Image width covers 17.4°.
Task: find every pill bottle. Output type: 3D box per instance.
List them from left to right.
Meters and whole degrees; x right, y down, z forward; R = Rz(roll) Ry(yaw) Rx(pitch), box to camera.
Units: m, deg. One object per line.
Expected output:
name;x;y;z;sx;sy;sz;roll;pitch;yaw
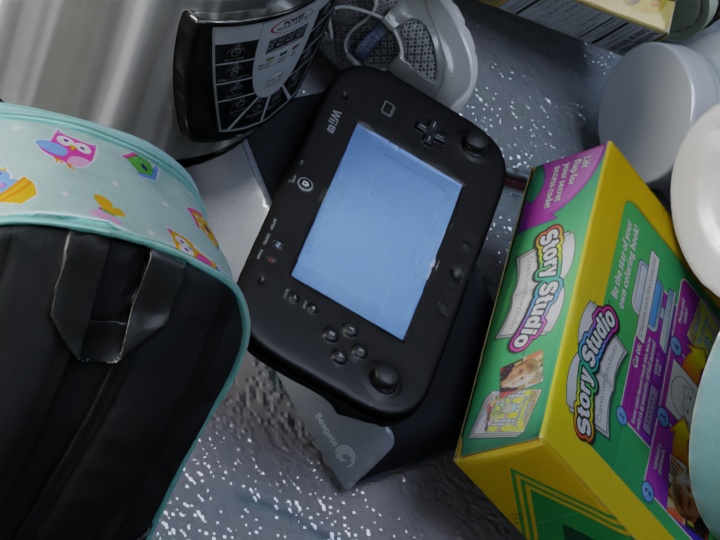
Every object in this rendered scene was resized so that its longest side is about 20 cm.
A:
pill bottle;0.239;-0.079;1.373;0.199;0.112;0.113;6;60;-35
pill bottle;0.269;-0.045;1.258;0.199;0.113;0.114;-10;69;-41

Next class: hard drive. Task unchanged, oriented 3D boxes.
hard drive;0.000;0.000;1.185;0.134;0.042;0.201;-15;73;-42

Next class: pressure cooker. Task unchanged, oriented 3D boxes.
pressure cooker;-0.094;-0.166;1.086;0.177;0.200;0.177;11;49;-14

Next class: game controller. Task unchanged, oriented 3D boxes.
game controller;0.006;-0.016;1.140;0.104;0.042;0.201;36;46;-15

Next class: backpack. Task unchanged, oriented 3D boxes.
backpack;-0.145;0.028;0.945;0.175;0.200;0.154;15;38;-28

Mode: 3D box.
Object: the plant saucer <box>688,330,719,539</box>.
plant saucer;0.242;0.056;1.182;0.199;0.202;0.027;-8;27;-41

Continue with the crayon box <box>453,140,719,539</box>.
crayon box;0.135;0.066;1.207;0.173;0.058;0.201;47;42;-30

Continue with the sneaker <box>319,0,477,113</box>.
sneaker;-0.024;-0.148;1.236;0.200;0.075;0.082;45;31;10

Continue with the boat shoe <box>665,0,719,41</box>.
boat shoe;0.163;-0.237;1.448;0.060;0.072;0.202;-31;91;-48

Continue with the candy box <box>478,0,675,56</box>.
candy box;0.090;-0.212;1.339;0.199;0.056;0.118;18;74;-20
